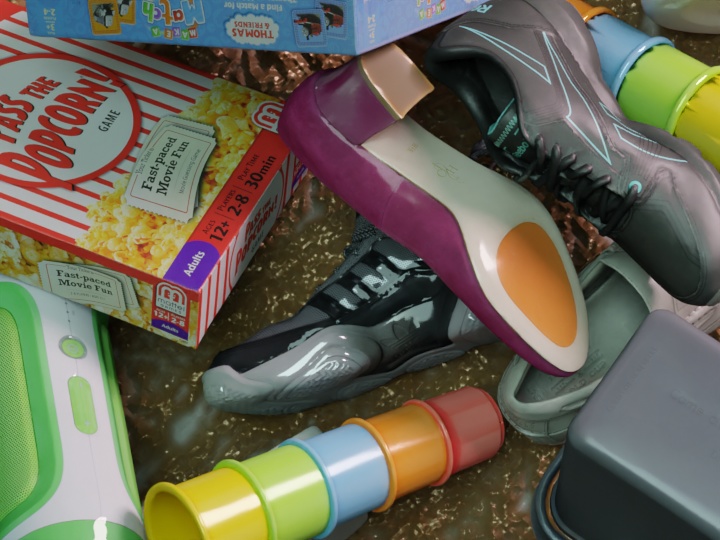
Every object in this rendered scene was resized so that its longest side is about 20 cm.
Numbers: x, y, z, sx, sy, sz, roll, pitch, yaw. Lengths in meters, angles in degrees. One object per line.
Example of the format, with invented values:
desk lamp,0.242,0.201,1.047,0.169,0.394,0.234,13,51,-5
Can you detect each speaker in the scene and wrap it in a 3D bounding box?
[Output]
speaker,-0.161,0.086,1.519,0.088,0.089,0.201,-19,50,5

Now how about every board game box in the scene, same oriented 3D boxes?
board game box,-0.144,-0.055,1.560,0.199,0.046,0.152,20,48,12
board game box,-0.050,-0.147,1.520,0.199,0.151,0.037,5,108,30

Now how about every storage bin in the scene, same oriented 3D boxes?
storage bin,0.177,0.116,1.397,0.199,0.134,0.146,33,76,18

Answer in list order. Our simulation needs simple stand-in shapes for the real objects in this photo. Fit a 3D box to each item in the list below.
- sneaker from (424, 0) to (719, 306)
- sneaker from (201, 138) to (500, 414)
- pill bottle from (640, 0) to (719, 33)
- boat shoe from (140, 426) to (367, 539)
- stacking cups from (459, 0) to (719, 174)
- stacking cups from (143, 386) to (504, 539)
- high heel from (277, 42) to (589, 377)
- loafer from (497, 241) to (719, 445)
sneaker,0.109,-0.054,1.467,0.079,0.076,0.200,-24,66,-39
sneaker,0.000,0.000,1.552,0.199,0.076,0.115,-20,76,-1
pill bottle,0.197,-0.234,1.543,0.111,0.112,0.202,-3,79,9
boat shoe,-0.096,0.146,1.539,0.199,0.072,0.066,-28,72,2
stacking cups,0.131,-0.106,1.524,0.199,0.060,0.061,33,86,29
stacking cups,-0.011,0.105,1.487,0.199,0.061,0.061,-20,74,-30
high heel,0.035,-0.020,1.499,0.200,0.096,0.067,50,52,-5
loafer,0.152,0.012,1.523,0.070,0.070,0.200,44,88,15
